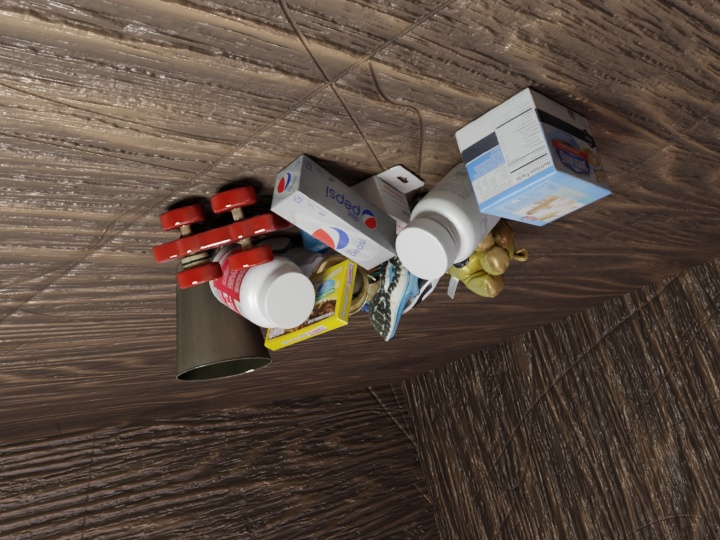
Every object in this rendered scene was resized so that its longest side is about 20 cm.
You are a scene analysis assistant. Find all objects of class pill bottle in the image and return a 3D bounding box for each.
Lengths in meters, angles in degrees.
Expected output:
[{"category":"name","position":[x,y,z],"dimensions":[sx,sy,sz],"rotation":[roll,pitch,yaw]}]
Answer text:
[{"category":"pill bottle","position":[-0.156,0.025,1.039],"dimensions":[0.111,0.114,0.199],"rotation":[-3,-167,-33]},{"category":"pill bottle","position":[0.142,-0.077,1.016],"dimensions":[0.200,0.115,0.114],"rotation":[-45,-174,-39]}]

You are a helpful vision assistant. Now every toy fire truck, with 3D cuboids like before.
[{"category":"toy fire truck","position":[-0.203,-0.051,0.993],"dimensions":[0.197,0.114,0.168],"rotation":[-16,-178,9]}]

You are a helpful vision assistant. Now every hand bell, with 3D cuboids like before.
[{"category":"hand bell","position":[0.000,0.000,1.176],"dimensions":[0.103,0.105,0.200],"rotation":[-22,-174,25]}]

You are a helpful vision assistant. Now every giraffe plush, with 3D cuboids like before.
[{"category":"giraffe plush","position":[0.267,-0.040,1.371],"dimensions":[0.161,0.173,0.201],"rotation":[-30,162,-30]}]

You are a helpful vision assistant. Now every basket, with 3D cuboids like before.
[{"category":"basket","position":[-0.262,0.082,1.179],"dimensions":[0.178,0.203,0.135],"rotation":[-1,158,-41]}]

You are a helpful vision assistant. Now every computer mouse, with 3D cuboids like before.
[{"category":"computer mouse","position":[0.130,0.005,1.313],"dimensions":[0.200,0.110,0.044],"rotation":[-49,148,18]}]

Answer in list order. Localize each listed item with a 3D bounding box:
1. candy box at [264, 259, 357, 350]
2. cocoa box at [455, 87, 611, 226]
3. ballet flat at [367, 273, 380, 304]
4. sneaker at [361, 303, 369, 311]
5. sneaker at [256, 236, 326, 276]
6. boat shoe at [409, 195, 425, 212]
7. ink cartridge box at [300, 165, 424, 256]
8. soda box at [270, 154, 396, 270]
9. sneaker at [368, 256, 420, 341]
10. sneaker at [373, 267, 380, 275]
[{"category":"candy box","position":[-0.082,0.058,1.044],"dimensions":[0.026,0.104,0.199],"rotation":[30,145,-30]},{"category":"cocoa box","position":[0.260,-0.158,0.971],"dimensions":[0.132,0.133,0.198],"rotation":[-27,159,37]},{"category":"ballet flat","position":[-0.041,0.001,1.293],"dimensions":[0.197,0.071,0.066],"rotation":[20,116,0]},{"category":"sneaker","position":[-0.045,0.040,1.395],"dimensions":[0.197,0.071,0.078],"rotation":[19,168,-8]},{"category":"sneaker","position":[-0.093,-0.003,1.200],"dimensions":[0.197,0.117,0.075],"rotation":[-7,163,-24]},{"category":"boat shoe","position":[0.093,-0.074,1.214],"dimensions":[0.058,0.073,0.201],"rotation":[4,154,-4]},{"category":"ink cartridge box","position":[0.009,-0.092,1.086],"dimensions":[0.198,0.068,0.115],"rotation":[-22,161,24]},{"category":"soda box","position":[-0.034,-0.080,0.957],"dimensions":[0.063,0.069,0.199],"rotation":[-26,136,37]},{"category":"sneaker","position":[0.078,0.051,1.243],"dimensions":[0.089,0.079,0.202],"rotation":[-9,131,-32]},{"category":"sneaker","position":[0.043,-0.011,1.339],"dimensions":[0.077,0.093,0.200],"rotation":[-20,163,16]}]
